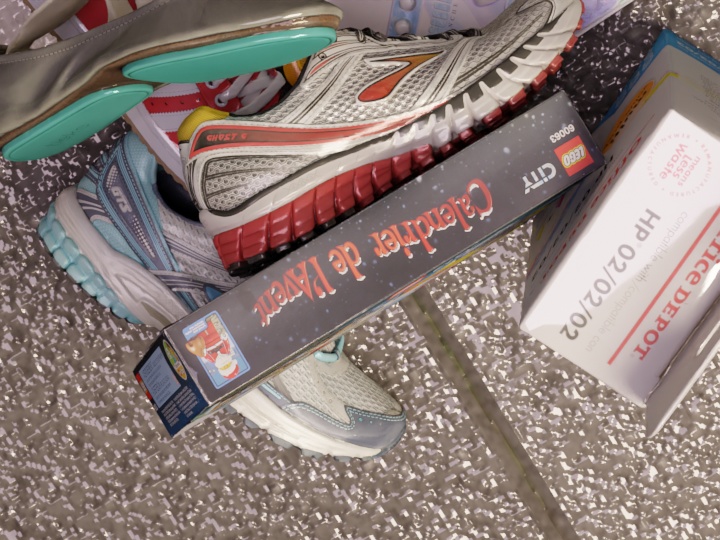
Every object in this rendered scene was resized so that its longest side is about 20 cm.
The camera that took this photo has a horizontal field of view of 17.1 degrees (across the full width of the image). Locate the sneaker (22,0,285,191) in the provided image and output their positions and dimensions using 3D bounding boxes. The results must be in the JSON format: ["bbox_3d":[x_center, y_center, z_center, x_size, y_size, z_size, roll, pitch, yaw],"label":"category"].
[{"bbox_3d":[-0.065,-0.110,1.068,0.200,0.071,0.112,44,136,-4],"label":"sneaker"}]

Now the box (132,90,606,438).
[{"bbox_3d":[0.000,0.000,1.039,0.199,0.137,0.038,-31,87,-15],"label":"box"}]

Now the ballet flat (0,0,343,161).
[{"bbox_3d":[-0.093,-0.100,1.005,0.199,0.067,0.064,-18,80,39],"label":"ballet flat"}]

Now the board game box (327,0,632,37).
[{"bbox_3d":[0.032,-0.179,1.080,0.199,0.026,0.201,-32,100,15],"label":"board game box"}]

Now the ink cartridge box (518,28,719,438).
[{"bbox_3d":[0.127,-0.021,1.025,0.068,0.200,0.116,32,108,-5],"label":"ink cartridge box"}]

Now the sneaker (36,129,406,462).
[{"bbox_3d":[-0.052,0.011,1.123,0.199,0.078,0.087,37,104,-5],"label":"sneaker"}]

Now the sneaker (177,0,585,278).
[{"bbox_3d":[0.011,-0.079,1.033,0.199,0.078,0.083,-31,88,-17],"label":"sneaker"}]
